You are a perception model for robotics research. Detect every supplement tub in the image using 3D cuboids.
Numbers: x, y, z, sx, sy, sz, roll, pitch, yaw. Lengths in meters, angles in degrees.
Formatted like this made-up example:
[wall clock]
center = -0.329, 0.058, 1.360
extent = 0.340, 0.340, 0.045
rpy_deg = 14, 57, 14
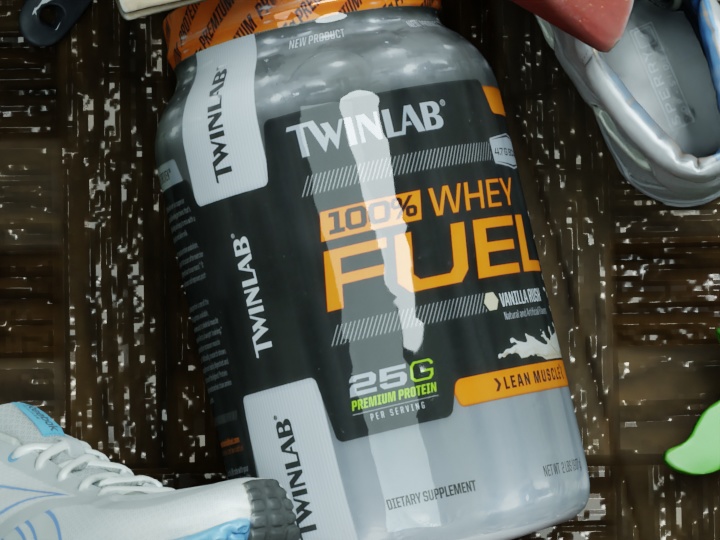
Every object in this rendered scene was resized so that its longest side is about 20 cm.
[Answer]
[supplement tub]
center = 0.000, 0.000, 1.021
extent = 0.122, 0.123, 0.200
rpy_deg = -14, 87, 1

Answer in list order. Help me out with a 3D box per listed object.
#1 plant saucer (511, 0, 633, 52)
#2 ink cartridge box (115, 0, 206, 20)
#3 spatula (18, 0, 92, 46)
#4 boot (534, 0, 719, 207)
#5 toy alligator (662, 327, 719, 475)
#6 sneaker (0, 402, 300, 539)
[plant saucer]
center = 0.043, -0.197, 0.979
extent = 0.037, 0.200, 0.200
rpy_deg = 4, 110, -33
[ink cartridge box]
center = -0.067, -0.193, 0.975
extent = 0.075, 0.165, 0.200
rpy_deg = -12, 103, -5
[spatula]
center = -0.059, -0.161, 1.080
extent = 0.056, 0.021, 0.200
rpy_deg = 37, 94, -24
[boot]
center = 0.086, -0.120, 1.039
extent = 0.073, 0.096, 0.200
rpy_deg = -27, 86, 0
[toy alligator]
center = 0.195, 0.018, 1.046
extent = 0.200, 0.059, 0.054
rpy_deg = -19, 86, 0
[sneaker]
center = -0.103, 0.082, 1.007
extent = 0.200, 0.075, 0.087
rpy_deg = -18, 71, 40
